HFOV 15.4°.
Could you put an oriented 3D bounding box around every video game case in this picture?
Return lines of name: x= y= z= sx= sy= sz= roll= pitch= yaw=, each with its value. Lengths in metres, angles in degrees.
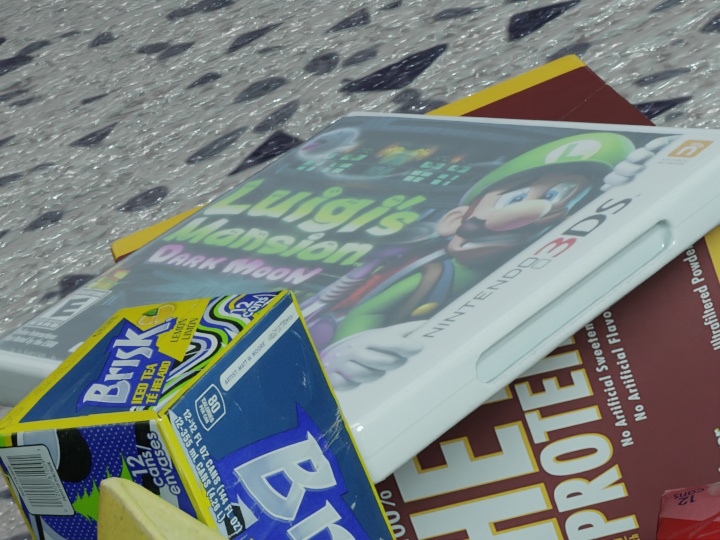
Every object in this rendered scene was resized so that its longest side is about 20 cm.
video game case: x=0.000 y=0.000 z=0.846 sx=0.182 sy=0.023 sz=0.200 roll=-34 pitch=25 yaw=-32

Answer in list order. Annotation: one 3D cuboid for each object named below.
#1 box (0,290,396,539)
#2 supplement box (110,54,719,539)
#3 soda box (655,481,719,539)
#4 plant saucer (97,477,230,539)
box: x=-0.023 y=0.109 z=0.724 sx=0.064 sy=0.201 sz=0.070 roll=-6 pitch=25 yaw=35
supplement box: x=0.035 y=0.040 z=0.939 sx=0.197 sy=0.133 sz=0.200 roll=-22 pitch=20 yaw=-4
soda box: x=0.187 y=0.086 z=0.763 sx=0.199 sy=0.070 sz=0.063 roll=-15 pitch=22 yaw=17
plant saucer: x=0.032 y=0.146 z=0.609 sx=0.049 sy=0.200 sz=0.200 roll=-53 pitch=33 yaw=1
